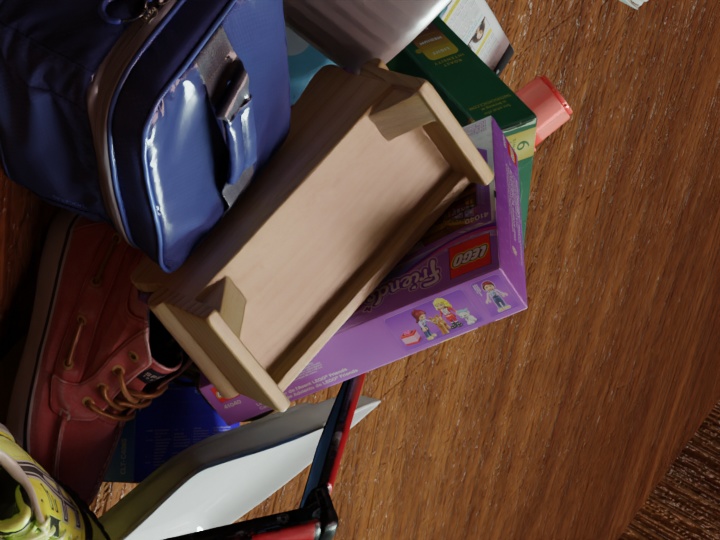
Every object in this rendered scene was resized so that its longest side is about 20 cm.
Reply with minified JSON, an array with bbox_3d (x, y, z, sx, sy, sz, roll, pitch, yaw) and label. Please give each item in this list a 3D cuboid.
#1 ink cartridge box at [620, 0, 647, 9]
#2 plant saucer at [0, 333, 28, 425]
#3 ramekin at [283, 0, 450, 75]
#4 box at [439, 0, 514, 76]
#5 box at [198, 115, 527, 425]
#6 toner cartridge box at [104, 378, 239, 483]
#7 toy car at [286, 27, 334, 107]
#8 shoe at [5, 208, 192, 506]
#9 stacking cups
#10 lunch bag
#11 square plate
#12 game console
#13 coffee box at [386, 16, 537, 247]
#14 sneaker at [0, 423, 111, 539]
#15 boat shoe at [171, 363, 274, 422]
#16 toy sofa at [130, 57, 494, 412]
[{"bbox_3d":[0.124,-0.279,1.815,0.147,0.200,0.083,-62,164,4],"label":"ink cartridge box"},{"bbox_3d":[-0.236,0.166,1.745,0.200,0.048,0.200,-52,161,-29],"label":"plant saucer"},{"bbox_3d":[0.024,-0.210,1.672,0.201,0.098,0.200,-48,-172,9],"label":"ramekin"},{"bbox_3d":[0.058,-0.165,2.074,0.082,0.049,0.200,-59,164,-4],"label":"box"},{"bbox_3d":[0.000,0.000,1.668,0.039,0.200,0.137,54,24,-36],"label":"box"},{"bbox_3d":[-0.132,0.091,1.882,0.200,0.043,0.095,9,81,-73],"label":"toner cartridge box"},{"bbox_3d":[-0.007,-0.034,1.829,0.177,0.200,0.184,-54,163,-23],"label":"toy car"},{"bbox_3d":[-0.148,0.063,1.666,0.071,0.091,0.201,-1,103,-51],"label":"shoe"},{"bbox_3d":[0.068,-0.075,2.127,0.200,0.061,0.061,-41,163,2],"label":"stacking cups"},{"bbox_3d":[-0.110,-0.103,1.525,0.136,0.132,0.200,-54,163,-22],"label":"lunch bag"},{"bbox_3d":[-0.108,0.147,1.857,0.200,0.028,0.198,-40,167,35],"label":"square plate"},{"bbox_3d":[-0.073,0.141,1.716,0.172,0.119,0.200,-11,158,-14],"label":"game console"},{"bbox_3d":[0.043,-0.103,1.861,0.044,0.200,0.123,-19,137,-25],"label":"coffee box"},{"bbox_3d":[-0.200,0.147,1.624,0.075,0.076,0.200,-39,128,0],"label":"sneaker"},{"bbox_3d":[-0.106,0.033,1.785,0.200,0.073,0.063,64,34,-38],"label":"boat shoe"},{"bbox_3d":[-0.029,-0.023,1.612,0.200,0.097,0.083,-48,123,-16],"label":"toy sofa"}]
